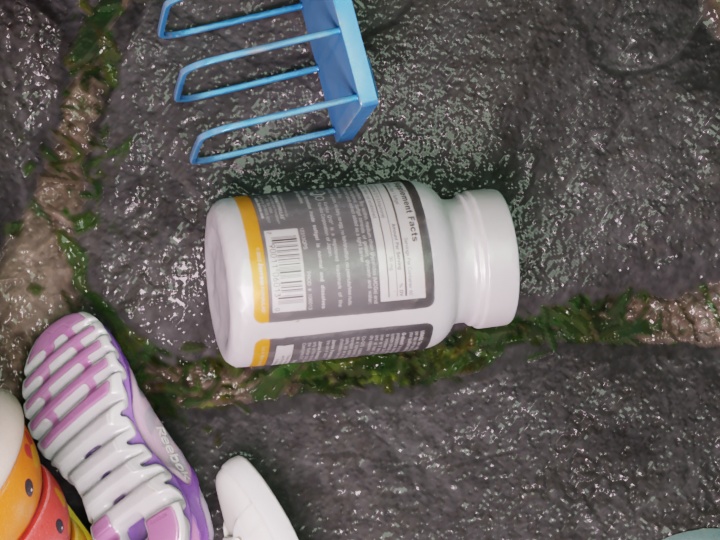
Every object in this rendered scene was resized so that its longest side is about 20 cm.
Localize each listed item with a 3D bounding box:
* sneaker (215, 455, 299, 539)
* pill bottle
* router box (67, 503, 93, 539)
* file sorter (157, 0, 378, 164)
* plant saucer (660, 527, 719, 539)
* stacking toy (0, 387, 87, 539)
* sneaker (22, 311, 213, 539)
[{"bbox_3d":[-0.073,0.227,1.685,0.084,0.073,0.201,-18,87,-15],"label":"sneaker"},{"bbox_3d":[0.000,0.000,1.710,0.199,0.116,0.117,-5,83,-12],"label":"pill bottle"},{"bbox_3d":[-0.261,0.232,1.659,0.200,0.051,0.149,-37,89,-13],"label":"router box"},{"bbox_3d":[-0.077,-0.183,1.711,0.122,0.139,0.201,-14,85,-8],"label":"file sorter"},{"bbox_3d":[0.255,0.280,1.758,0.200,0.039,0.202,1,83,-11],"label":"plant saucer"},{"bbox_3d":[-0.217,0.181,1.590,0.146,0.146,0.200,-50,122,-13],"label":"stacking toy"},{"bbox_3d":[-0.156,0.122,1.688,0.080,0.088,0.200,-35,66,20],"label":"sneaker"}]
